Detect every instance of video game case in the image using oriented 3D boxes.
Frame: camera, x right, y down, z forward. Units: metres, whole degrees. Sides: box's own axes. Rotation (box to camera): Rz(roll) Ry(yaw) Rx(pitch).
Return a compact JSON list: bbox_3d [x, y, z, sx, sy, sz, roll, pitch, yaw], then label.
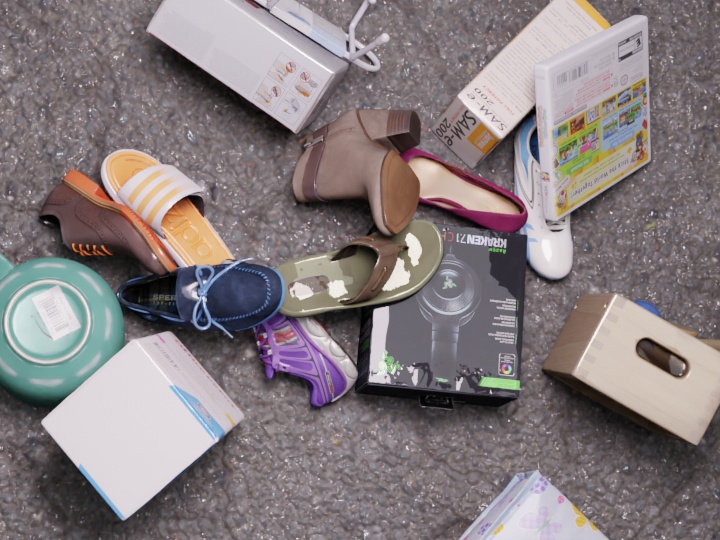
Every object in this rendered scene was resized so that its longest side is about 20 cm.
[{"bbox_3d":[0.269,-0.177,1.447,0.200,0.023,0.183,-30,124,-38],"label":"video game case"}]

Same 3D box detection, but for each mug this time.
[{"bbox_3d":[-0.340,0.059,1.326,0.184,0.114,0.153,15,76,-7],"label":"mug"}]

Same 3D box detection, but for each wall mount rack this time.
[{"bbox_3d":[-0.042,-0.294,1.423,0.199,0.174,0.075,29,114,-18],"label":"wall mount rack"}]

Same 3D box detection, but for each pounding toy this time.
[{"bbox_3d":[0.333,0.099,1.417,0.199,0.184,0.143,29,86,-3],"label":"pounding toy"}]

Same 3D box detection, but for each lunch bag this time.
[{"bbox_3d":[0.176,0.343,1.354,0.170,0.127,0.200,44,81,4],"label":"lunch bag"}]

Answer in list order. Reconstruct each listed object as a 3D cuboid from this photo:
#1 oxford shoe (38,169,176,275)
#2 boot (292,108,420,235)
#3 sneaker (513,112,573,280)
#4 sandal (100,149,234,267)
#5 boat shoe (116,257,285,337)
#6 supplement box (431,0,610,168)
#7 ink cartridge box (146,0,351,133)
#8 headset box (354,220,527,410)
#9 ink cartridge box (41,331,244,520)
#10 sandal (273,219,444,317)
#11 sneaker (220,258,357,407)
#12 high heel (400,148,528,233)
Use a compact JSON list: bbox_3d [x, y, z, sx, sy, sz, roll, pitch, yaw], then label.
[{"bbox_3d":[-0.270,-0.035,1.352,0.200,0.071,0.073,32,74,39],"label":"oxford shoe"},{"bbox_3d":[-0.009,-0.102,1.399,0.070,0.145,0.201,54,35,-36],"label":"boot"},{"bbox_3d":[0.218,-0.089,1.482,0.071,0.072,0.201,-2,80,-12],"label":"sneaker"},{"bbox_3d":[-0.196,-0.063,1.399,0.207,0.059,0.079,47,52,-1],"label":"sandal"},{"bbox_3d":[-0.173,0.033,1.332,0.199,0.069,0.085,-11,77,32],"label":"boat shoe"},{"bbox_3d":[0.185,-0.224,1.477,0.074,0.126,0.200,44,73,1],"label":"supplement box"},{"bbox_3d":[-0.118,-0.253,1.435,0.199,0.176,0.084,34,105,-1],"label":"ink cartridge box"},{"bbox_3d":[0.089,0.056,1.415,0.173,0.093,0.201,7,77,-8],"label":"headset box"},{"bbox_3d":[-0.214,0.152,1.297,0.125,0.200,0.129,-41,87,2],"label":"ink cartridge box"},{"bbox_3d":[0.000,0.001,1.336,0.200,0.057,0.080,-19,80,-14],"label":"sandal"},{"bbox_3d":[-0.090,0.069,1.384,0.083,0.081,0.200,-43,96,-5],"label":"sneaker"},{"bbox_3d":[0.100,-0.103,1.450,0.199,0.096,0.068,25,75,-4],"label":"high heel"}]
